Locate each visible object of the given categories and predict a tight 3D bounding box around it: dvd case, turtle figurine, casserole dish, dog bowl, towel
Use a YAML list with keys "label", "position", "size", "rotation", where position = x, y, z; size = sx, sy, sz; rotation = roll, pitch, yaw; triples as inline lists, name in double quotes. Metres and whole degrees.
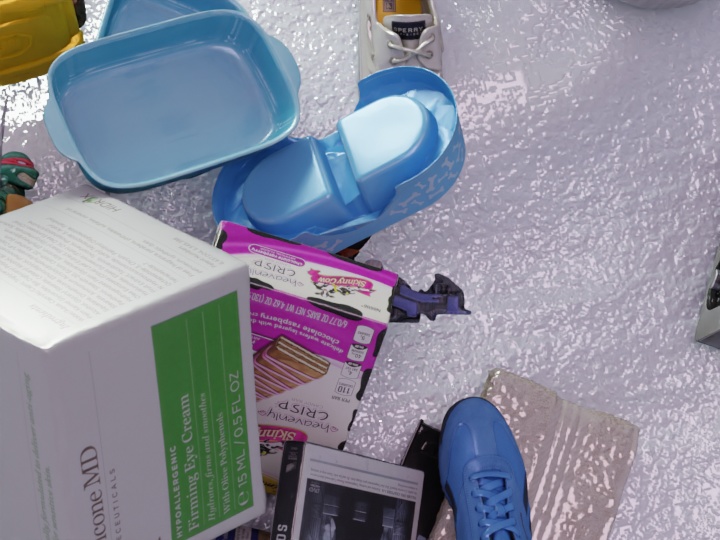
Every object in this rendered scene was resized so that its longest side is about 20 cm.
- label: "dvd case"
  position: [-0.017, 0.233, 1.446]
  size: [0.025, 0.150, 0.201]
  rotation: [0, 78, 37]
- label: "turtle figurine"
  position: [-0.254, -0.020, 1.513]
  size: [0.149, 0.100, 0.201]
  rotation: [15, 73, -46]
- label: "casserole dish"
  position: [-0.139, -0.120, 1.469]
  size: [0.199, 0.039, 0.121]
  rotation: [-19, 72, -25]
- label: "dog bowl"
  position: [-0.012, -0.072, 1.485]
  size: [0.199, 0.050, 0.112]
  rotation: [-26, 50, 8]
- label: "towel"
  position: [0.126, 0.186, 1.531]
  size: [0.132, 0.034, 0.201]
  rotation: [23, 75, -10]
- label: "casserole dish"
  position: [-0.152, -0.150, 1.544]
  size: [0.121, 0.039, 0.201]
  rotation: [21, 53, -16]

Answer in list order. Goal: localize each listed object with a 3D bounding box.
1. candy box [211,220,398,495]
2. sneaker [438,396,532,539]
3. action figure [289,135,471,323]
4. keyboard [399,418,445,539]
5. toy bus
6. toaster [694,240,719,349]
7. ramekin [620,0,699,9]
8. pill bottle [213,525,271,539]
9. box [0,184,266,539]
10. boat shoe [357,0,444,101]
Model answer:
- label: "candy box"
  position: [-0.064, 0.072, 1.461]
  size: [0.136, 0.200, 0.061]
  rotation: [17, 41, -2]
- label: "sneaker"
  position: [0.101, 0.190, 1.469]
  size: [0.066, 0.078, 0.201]
  rotation: [-3, 80, -11]
- label: "action figure"
  position: [0.000, 0.000, 1.536]
  size: [0.199, 0.105, 0.194]
  rotation: [9, 81, 17]
- label: "keyboard"
  position: [0.017, 0.209, 1.529]
  size: [0.127, 0.021, 0.201]
  rotation: [27, 74, -7]
- label: "toy bus"
  position: [-0.292, -0.260, 1.513]
  size: [0.135, 0.192, 0.201]
  rotation: [-15, 78, -8]
- label: "toaster"
  position: [0.381, -0.003, 1.571]
  size: [0.199, 0.119, 0.181]
  rotation: [19, 76, -2]
- label: "ramekin"
  position: [0.247, -0.306, 1.637]
  size: [0.202, 0.094, 0.203]
  rotation: [2, 76, -7]
- label: "pill bottle"
  position: [-0.160, 0.227, 1.453]
  size: [0.199, 0.116, 0.116]
  rotation: [14, 76, -4]
- label: "box"
  position: [-0.191, 0.078, 1.369]
  size: [0.171, 0.200, 0.200]
  rotation: [-23, 122, -35]
- label: "boat shoe"
  position: [0.034, -0.182, 1.595]
  size: [0.071, 0.070, 0.201]
  rotation: [-2, 77, -7]
